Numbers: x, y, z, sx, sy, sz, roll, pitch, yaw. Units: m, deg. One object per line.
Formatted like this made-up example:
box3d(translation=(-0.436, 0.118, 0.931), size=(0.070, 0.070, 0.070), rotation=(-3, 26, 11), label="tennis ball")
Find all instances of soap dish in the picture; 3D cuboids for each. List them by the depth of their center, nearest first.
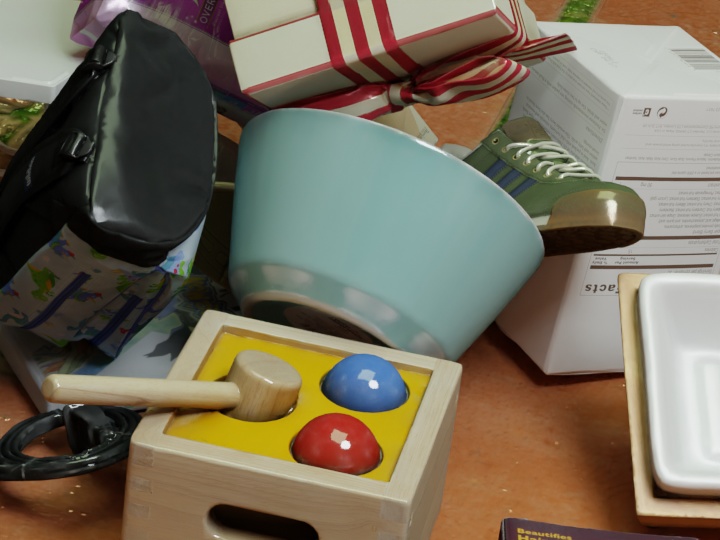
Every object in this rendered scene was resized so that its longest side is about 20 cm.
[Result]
box3d(translation=(0.251, 0.084, 1.525), size=(0.199, 0.081, 0.158), rotation=(3, 61, -9), label="soap dish")

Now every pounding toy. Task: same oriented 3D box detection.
box3d(translation=(-0.059, 0.099, 1.414), size=(0.199, 0.143, 0.184), rotation=(12, 28, 8), label="pounding toy")

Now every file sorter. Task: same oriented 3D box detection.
box3d(translation=(-0.234, -0.104, 1.735), size=(0.138, 0.125, 0.200), rotation=(10, 22, 14), label="file sorter")

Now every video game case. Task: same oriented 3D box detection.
box3d(translation=(-0.150, 0.027, 1.648), size=(0.182, 0.022, 0.200), rotation=(-8, 32, -25), label="video game case")

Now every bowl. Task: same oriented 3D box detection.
box3d(translation=(0.000, 0.000, 1.531), size=(0.200, 0.201, 0.105), rotation=(17, 69, 17), label="bowl")

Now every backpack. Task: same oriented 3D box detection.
box3d(translation=(-0.160, -0.032, 1.529), size=(0.154, 0.200, 0.164), rotation=(29, 48, -31), label="backpack")

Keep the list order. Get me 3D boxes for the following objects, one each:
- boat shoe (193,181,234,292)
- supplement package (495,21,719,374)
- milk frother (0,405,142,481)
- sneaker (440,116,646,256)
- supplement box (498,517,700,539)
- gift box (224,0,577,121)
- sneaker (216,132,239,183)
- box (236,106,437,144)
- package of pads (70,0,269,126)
box3d(translation=(-0.033, -0.010, 1.672), size=(0.200, 0.073, 0.063), rotation=(14, 8, -17), label="boat shoe")
box3d(translation=(0.165, -0.048, 1.664), size=(0.119, 0.200, 0.121), rotation=(-1, 29, -29), label="supplement package")
box3d(translation=(-0.229, 0.035, 1.436), size=(0.200, 0.189, 0.180), rotation=(-22, 42, -38), label="milk frother")
box3d(translation=(0.103, -0.055, 1.583), size=(0.067, 0.090, 0.200), rotation=(12, -13, -32), label="sneaker")
box3d(translation=(0.123, 0.220, 1.296), size=(0.110, 0.086, 0.200), rotation=(6, 29, -2), label="supplement box")
box3d(translation=(0.018, -0.182, 1.569), size=(0.184, 0.187, 0.200), rotation=(-17, -11, 17), label="gift box")
box3d(translation=(-0.123, -0.071, 1.719), size=(0.200, 0.077, 0.080), rotation=(30, 3, -43), label="sneaker")
box3d(translation=(-0.044, -0.135, 1.795), size=(0.200, 0.078, 0.095), rotation=(51, 30, -9), label="box")
box3d(translation=(-0.079, -0.167, 1.684), size=(0.200, 0.121, 0.076), rotation=(26, -18, -16), label="package of pads")
